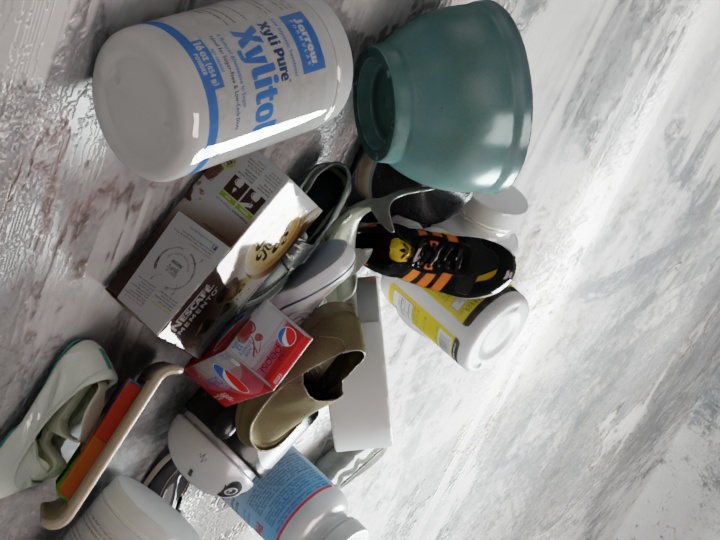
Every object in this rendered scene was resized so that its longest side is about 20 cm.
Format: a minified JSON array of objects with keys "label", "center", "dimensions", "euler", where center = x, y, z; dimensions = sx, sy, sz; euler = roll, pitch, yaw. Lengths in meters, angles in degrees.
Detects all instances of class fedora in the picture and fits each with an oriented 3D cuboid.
[{"label":"fedora","center":[0.074,-0.109,1.786],"dimensions":[0.200,0.092,0.201],"euler":[-38,153,-24]}]

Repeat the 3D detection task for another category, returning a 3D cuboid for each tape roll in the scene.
[{"label":"tape roll","center":[-0.005,0.108,1.834],"dimensions":[0.070,0.203,0.203],"euler":[-5,148,1]}]

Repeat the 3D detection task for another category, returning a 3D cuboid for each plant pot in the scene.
[{"label":"plant pot","center":[0.072,-0.174,1.613],"dimensions":[0.133,0.201,0.201],"euler":[-5,136,-20]}]

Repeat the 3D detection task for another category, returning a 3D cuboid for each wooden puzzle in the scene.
[{"label":"wooden puzzle","center":[-0.258,0.167,1.582],"dimensions":[0.200,0.037,0.185],"euler":[-53,-172,-9]}]

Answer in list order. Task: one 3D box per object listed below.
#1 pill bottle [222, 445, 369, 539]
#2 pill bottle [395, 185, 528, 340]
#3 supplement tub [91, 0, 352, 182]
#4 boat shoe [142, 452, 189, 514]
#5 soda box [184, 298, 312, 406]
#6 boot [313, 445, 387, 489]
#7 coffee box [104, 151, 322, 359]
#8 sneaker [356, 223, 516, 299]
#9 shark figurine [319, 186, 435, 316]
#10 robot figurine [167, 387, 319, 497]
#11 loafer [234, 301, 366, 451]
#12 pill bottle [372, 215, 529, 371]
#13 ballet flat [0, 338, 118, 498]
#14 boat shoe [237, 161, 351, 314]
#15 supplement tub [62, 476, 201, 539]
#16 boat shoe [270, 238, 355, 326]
[{"label":"pill bottle","center":[-0.087,0.286,1.937],"dimensions":[0.109,0.200,0.109],"euler":[-38,152,-24]},{"label":"pill bottle","center":[0.131,-0.017,1.983],"dimensions":[0.119,0.119,0.201],"euler":[-18,140,-50]},{"label":"supplement tub","center":[-0.117,-0.162,1.347],"dimensions":[0.200,0.132,0.132],"euler":[-26,146,-42]},{"label":"boat shoe","center":[-0.232,0.295,1.868],"dimensions":[0.073,0.063,0.201],"euler":[-6,130,-57]},{"label":"soda box","center":[-0.117,0.086,1.583],"dimensions":[0.070,0.063,0.200],"euler":[-53,-172,-18]},{"label":"boot","center":[-0.043,0.271,2.148],"dimensions":[0.199,0.073,0.182],"euler":[-31,164,-23]},{"label":"coffee box","center":[-0.143,-0.021,1.558],"dimensions":[0.200,0.080,0.113],"euler":[-50,159,-2]},{"label":"sneaker","center":[0.073,-0.012,1.768],"dimensions":[0.090,0.199,0.070],"euler":[12,89,-60]},{"label":"shark figurine","center":[-0.004,-0.022,1.709],"dimensions":[0.089,0.128,0.215],"euler":[-18,137,-46]},{"label":"robot figurine","center":[-0.126,0.166,1.791],"dimensions":[0.200,0.125,0.150],"euler":[-46,130,-10]},{"label":"loafer","center":[-0.064,0.123,1.668],"dimensions":[0.076,0.068,0.200],"euler":[13,120,-40]},{"label":"pill bottle","center":[0.095,0.018,1.869],"dimensions":[0.111,0.200,0.112],"euler":[-36,151,-24]},{"label":"ballet flat","center":[-0.305,0.161,1.556],"dimensions":[0.200,0.069,0.069],"euler":[-56,155,12]},{"label":"boat shoe","center":[-0.078,-0.039,1.636],"dimensions":[0.200,0.073,0.062],"euler":[-49,-177,-20]},{"label":"supplement tub","center":[-0.285,0.345,1.750],"dimensions":[0.200,0.132,0.132],"euler":[-51,155,1]},{"label":"boat shoe","center":[-0.067,0.034,1.690],"dimensions":[0.200,0.065,0.074],"euler":[-31,-156,38]}]
